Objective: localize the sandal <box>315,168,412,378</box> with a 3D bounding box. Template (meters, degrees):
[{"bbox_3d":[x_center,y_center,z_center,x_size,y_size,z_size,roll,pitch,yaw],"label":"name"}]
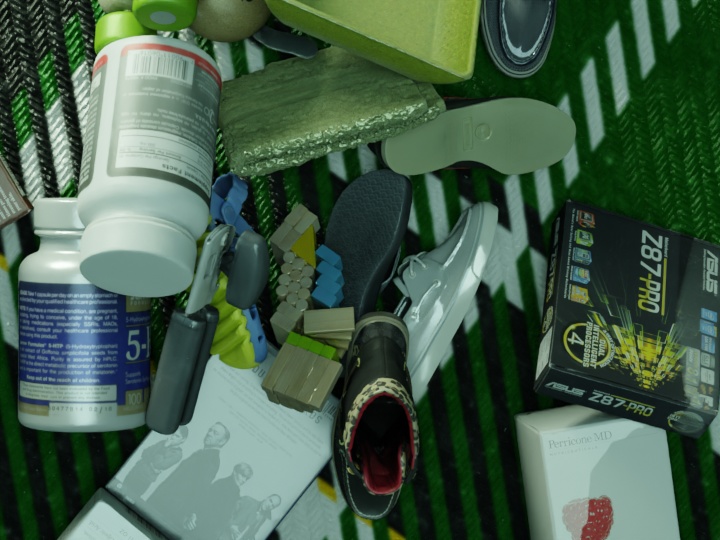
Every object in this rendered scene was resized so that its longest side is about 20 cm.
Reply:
[{"bbox_3d":[-0.001,0.000,1.739,0.076,0.043,0.201,26,104,32],"label":"sandal"}]

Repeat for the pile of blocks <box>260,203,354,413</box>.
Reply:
[{"bbox_3d":[-0.042,0.042,1.702,0.081,0.062,0.201,-2,64,6],"label":"pile of blocks"}]

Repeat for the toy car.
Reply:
[{"bbox_3d":[-0.120,-0.258,1.668,0.199,0.158,0.165,15,65,-28],"label":"toy car"}]

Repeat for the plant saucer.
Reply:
[{"bbox_3d":[0.008,-0.252,1.674,0.199,0.201,0.048,22,133,-12],"label":"plant saucer"}]

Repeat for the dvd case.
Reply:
[{"bbox_3d":[-0.117,0.168,1.748,0.150,0.025,0.200,40,87,-7],"label":"dvd case"}]

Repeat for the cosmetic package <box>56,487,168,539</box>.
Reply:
[{"bbox_3d":[-0.262,0.307,1.717,0.101,0.074,0.200,39,88,-7],"label":"cosmetic package"}]

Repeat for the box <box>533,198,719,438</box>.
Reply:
[{"bbox_3d":[0.246,0.042,1.711,0.160,0.049,0.201,18,50,-7],"label":"box"}]

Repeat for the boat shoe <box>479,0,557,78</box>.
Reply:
[{"bbox_3d":[0.152,-0.277,1.715,0.074,0.093,0.202,1,93,-6],"label":"boat shoe"}]

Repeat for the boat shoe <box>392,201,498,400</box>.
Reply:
[{"bbox_3d":[0.061,0.021,1.741,0.068,0.072,0.201,25,100,-10],"label":"boat shoe"}]

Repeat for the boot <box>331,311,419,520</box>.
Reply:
[{"bbox_3d":[0.014,0.154,1.664,0.073,0.151,0.201,6,111,-4],"label":"boot"}]

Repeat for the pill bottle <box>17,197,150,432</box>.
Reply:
[{"bbox_3d":[-0.245,0.037,1.677,0.119,0.120,0.202,0,94,-6],"label":"pill bottle"}]

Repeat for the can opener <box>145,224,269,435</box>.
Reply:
[{"bbox_3d":[-0.131,0.055,1.637,0.067,0.053,0.201,22,111,16],"label":"can opener"}]

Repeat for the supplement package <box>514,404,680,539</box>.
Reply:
[{"bbox_3d":[0.222,0.229,1.741,0.120,0.120,0.202,-9,94,-6],"label":"supplement package"}]

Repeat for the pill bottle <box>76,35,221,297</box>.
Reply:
[{"bbox_3d":[-0.181,-0.087,1.602,0.113,0.114,0.201,6,66,-7],"label":"pill bottle"}]

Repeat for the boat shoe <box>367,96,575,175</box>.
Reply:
[{"bbox_3d":[0.102,-0.128,1.730,0.200,0.063,0.074,-5,112,-21],"label":"boat shoe"}]

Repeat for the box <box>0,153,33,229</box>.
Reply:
[{"bbox_3d":[-0.401,-0.045,1.680,0.199,0.075,0.101,-30,96,-5],"label":"box"}]

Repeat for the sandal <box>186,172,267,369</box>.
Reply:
[{"bbox_3d":[-0.120,-0.010,1.704,0.087,0.079,0.201,-21,96,-39],"label":"sandal"}]

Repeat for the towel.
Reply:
[{"bbox_3d":[-0.034,-0.148,1.685,0.199,0.149,0.037,-17,126,-5],"label":"towel"}]
